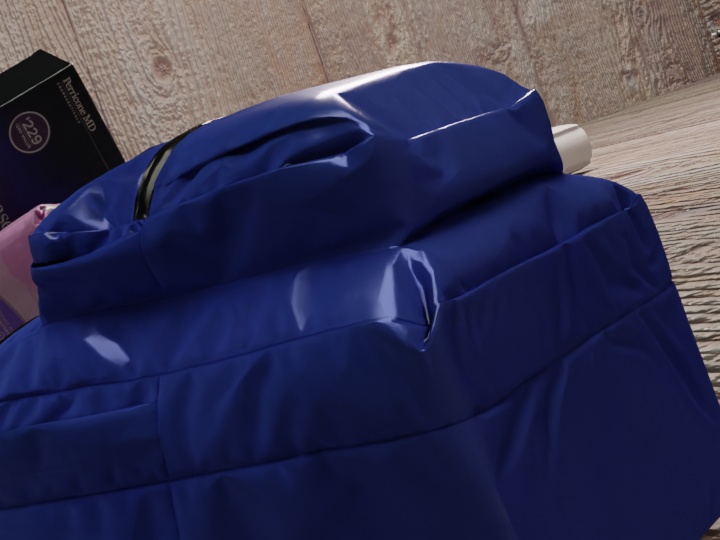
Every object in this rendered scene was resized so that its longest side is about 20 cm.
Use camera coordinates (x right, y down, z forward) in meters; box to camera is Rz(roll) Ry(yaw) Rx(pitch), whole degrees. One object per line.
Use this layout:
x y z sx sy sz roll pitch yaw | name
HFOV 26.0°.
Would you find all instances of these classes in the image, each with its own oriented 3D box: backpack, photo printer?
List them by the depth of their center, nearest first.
-0.019 0.040 0.453 0.200 0.168 0.162 -20 -3 34 | backpack
0.192 -0.134 2.123 0.200 0.069 0.166 -22 6 -26 | photo printer

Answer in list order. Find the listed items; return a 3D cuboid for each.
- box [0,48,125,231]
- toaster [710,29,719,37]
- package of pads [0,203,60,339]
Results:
-0.236 -0.039 1.150 0.141 0.200 0.079 -36 30 -19 | box
0.701 -0.368 2.483 0.200 0.119 0.181 -13 7 46 | toaster
-0.255 0.052 1.052 0.200 0.121 0.076 -31 4 9 | package of pads
